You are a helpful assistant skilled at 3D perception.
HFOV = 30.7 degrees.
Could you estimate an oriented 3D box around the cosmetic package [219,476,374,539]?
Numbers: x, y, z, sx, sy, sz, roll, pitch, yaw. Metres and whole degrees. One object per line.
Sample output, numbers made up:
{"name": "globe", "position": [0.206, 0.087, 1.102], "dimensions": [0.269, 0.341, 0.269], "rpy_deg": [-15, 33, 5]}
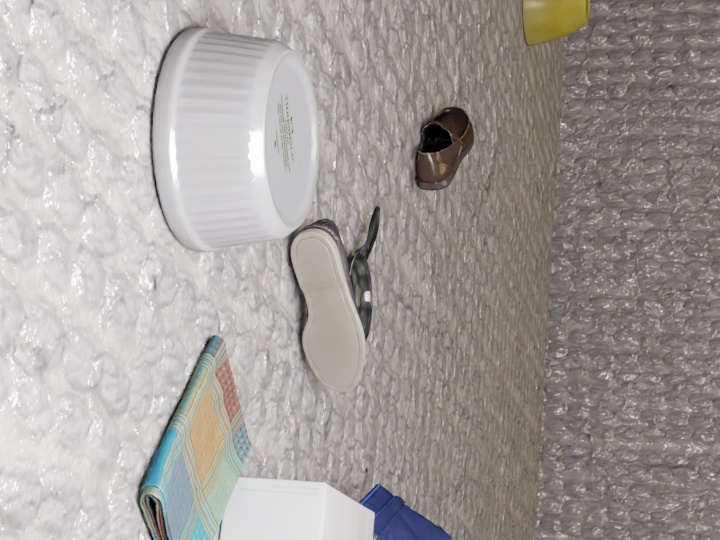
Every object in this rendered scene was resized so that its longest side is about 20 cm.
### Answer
{"name": "cosmetic package", "position": [-0.060, 0.269, 1.333], "dimensions": [0.200, 0.107, 0.086], "rpy_deg": [56, 38, -67]}

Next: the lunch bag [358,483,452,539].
{"name": "lunch bag", "position": [0.011, 0.336, 1.518], "dimensions": [0.136, 0.132, 0.200], "rpy_deg": [-56, 172, 13]}

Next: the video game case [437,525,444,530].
{"name": "video game case", "position": [0.039, 0.425, 1.694], "dimensions": [0.019, 0.143, 0.200], "rpy_deg": [43, 25, -4]}

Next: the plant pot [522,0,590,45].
{"name": "plant pot", "position": [0.466, -0.632, 3.090], "dimensions": [0.200, 0.141, 0.202], "rpy_deg": [2, 90, -74]}

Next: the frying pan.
{"name": "frying pan", "position": [-0.004, -0.002, 1.648], "dimensions": [0.115, 0.031, 0.192], "rpy_deg": [41, 49, -71]}

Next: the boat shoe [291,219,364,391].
{"name": "boat shoe", "position": [-0.029, 0.038, 1.466], "dimensions": [0.063, 0.072, 0.202], "rpy_deg": [-59, 142, -60]}

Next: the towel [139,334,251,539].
{"name": "towel", "position": [-0.143, 0.177, 1.180], "dimensions": [0.201, 0.021, 0.148], "rpy_deg": [-70, 157, -50]}

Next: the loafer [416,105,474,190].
{"name": "loafer", "position": [0.133, -0.205, 2.047], "dimensions": [0.201, 0.072, 0.071], "rpy_deg": [-71, 156, -50]}

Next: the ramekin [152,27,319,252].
{"name": "ramekin", "position": [-0.103, -0.115, 1.163], "dimensions": [0.202, 0.093, 0.205], "rpy_deg": [1, 90, -74]}
